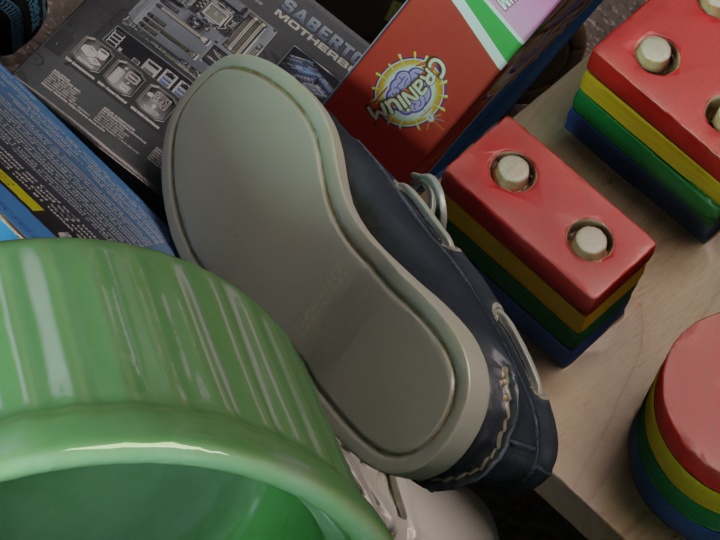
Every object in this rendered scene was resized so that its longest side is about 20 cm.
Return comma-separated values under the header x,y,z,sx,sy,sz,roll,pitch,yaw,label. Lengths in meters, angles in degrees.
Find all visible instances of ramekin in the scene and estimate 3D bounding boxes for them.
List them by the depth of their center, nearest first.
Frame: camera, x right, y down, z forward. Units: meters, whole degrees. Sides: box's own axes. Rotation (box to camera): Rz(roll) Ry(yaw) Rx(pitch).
x,y,z,sx,sy,sz,roll,pitch,yaw,label
-0.090,0.085,0.828,0.199,0.200,0.098,15,36,-30,ramekin

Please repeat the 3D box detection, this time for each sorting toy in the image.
x,y,z,sx,sy,sz,roll,pitch,yaw,label
0.130,-0.001,1.035,0.199,0.070,0.200,42,60,15,sorting toy

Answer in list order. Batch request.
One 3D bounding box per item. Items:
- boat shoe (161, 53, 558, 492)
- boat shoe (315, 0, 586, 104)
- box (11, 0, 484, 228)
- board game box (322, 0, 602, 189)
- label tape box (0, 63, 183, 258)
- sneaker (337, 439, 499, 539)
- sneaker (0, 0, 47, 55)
x,y,z,sx,sy,sz,roll,pitch,yaw,label
0.000,0.000,0.971,0.062,0.075,0.200,24,16,-44,boat shoe
0.000,-0.132,1.233,0.200,0.072,0.076,26,24,-29,boat shoe
-0.030,-0.033,1.110,0.200,0.051,0.158,38,38,-3,box
0.060,-0.104,1.051,0.040,0.200,0.153,43,38,3,board game box
-0.139,-0.027,0.930,0.144,0.063,0.200,43,7,4,label tape box
-0.021,0.073,0.986,0.199,0.085,0.073,10,45,-36,sneaker
-0.191,-0.148,1.084,0.073,0.082,0.200,-41,63,-14,sneaker
